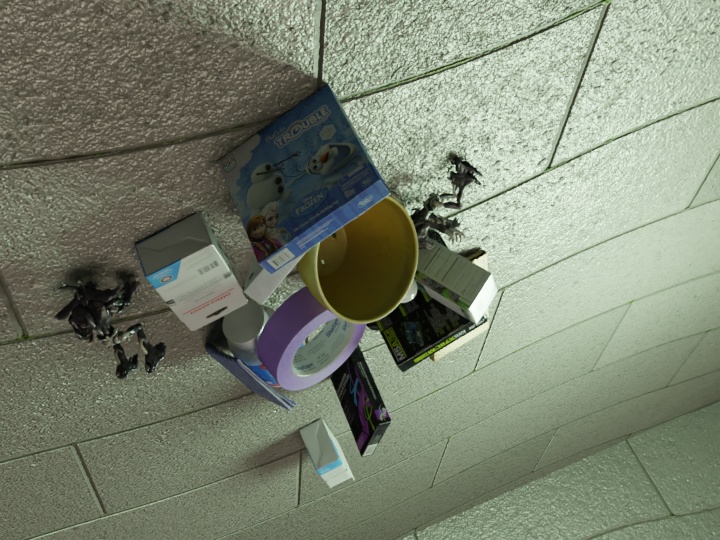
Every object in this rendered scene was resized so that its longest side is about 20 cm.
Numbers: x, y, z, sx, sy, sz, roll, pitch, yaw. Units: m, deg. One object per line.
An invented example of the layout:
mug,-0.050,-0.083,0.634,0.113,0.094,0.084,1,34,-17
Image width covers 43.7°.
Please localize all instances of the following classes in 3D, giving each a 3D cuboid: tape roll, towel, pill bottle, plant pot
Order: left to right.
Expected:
towel,-0.202,0.189,1.626,0.145,0.199,0.024,44,74,-21
pill bottle,-0.179,0.132,1.654,0.111,0.113,0.200,-29,150,3
tape roll,-0.083,0.114,1.574,0.199,0.066,0.202,-33,148,-23
plant pot,-0.027,-0.029,1.426,0.197,0.141,0.204,-8,103,-35

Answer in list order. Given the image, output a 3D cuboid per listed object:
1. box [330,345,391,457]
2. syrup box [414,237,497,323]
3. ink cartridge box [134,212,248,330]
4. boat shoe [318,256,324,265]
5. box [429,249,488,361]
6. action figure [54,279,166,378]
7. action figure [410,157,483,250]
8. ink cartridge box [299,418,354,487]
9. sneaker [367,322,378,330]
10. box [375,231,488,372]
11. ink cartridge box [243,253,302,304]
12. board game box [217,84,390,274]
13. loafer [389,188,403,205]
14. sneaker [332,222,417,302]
box,-0.003,0.277,1.935,0.036,0.202,0.144,-7,144,-24
syrup box,0.145,0.005,1.634,0.082,0.198,0.079,-54,152,-10
ink cartridge box,-0.265,0.008,1.435,0.115,0.068,0.201,-26,150,-3
boat shoe,-0.071,0.003,1.575,0.072,0.064,0.202,-4,148,4
box,0.203,0.075,1.873,0.162,0.021,0.203,-28,131,-26
action figure,-0.391,0.074,1.393,0.117,0.103,0.202,-23,125,6
action figure,0.141,-0.091,1.574,0.101,0.119,0.201,32,112,-14
ink cartridge box,-0.081,0.463,2.237,0.066,0.117,0.201,-26,150,-3
sneaker,0.096,0.092,1.793,0.198,0.077,0.091,-15,136,37
box,0.113,0.057,1.695,0.192,0.202,0.048,-33,151,7
ink cartridge box,-0.093,-0.076,1.342,0.040,0.201,0.200,34,119,-18
board game box,-0.084,-0.130,1.245,0.198,0.201,0.043,-33,145,9
loafer,0.029,-0.109,1.508,0.071,0.063,0.200,-35,149,8
sneaker,0.039,-0.021,1.540,0.200,0.076,0.088,41,138,-22
